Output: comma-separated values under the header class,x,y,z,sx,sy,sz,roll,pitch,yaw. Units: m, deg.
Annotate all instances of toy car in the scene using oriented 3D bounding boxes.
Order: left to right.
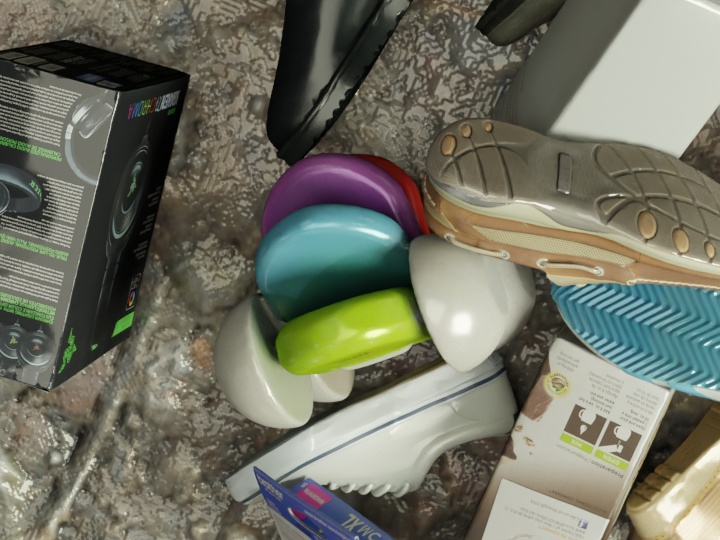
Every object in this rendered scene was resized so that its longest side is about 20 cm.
class,x,y,z,sx,sy,sz,roll,pitch,yaw
toy car,0.000,0.000,1.209,0.175,0.200,0.150,-19,91,18

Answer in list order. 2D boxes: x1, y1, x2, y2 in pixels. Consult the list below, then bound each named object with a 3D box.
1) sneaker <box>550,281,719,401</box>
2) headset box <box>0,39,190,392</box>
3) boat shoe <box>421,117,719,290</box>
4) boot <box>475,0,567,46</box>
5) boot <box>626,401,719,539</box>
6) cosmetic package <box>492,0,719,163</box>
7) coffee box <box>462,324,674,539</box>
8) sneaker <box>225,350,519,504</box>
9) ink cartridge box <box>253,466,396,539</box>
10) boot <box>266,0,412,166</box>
class,x,y,z,sx,sy,sz,roll,pitch,yaw
sneaker,0.206,0.045,1.171,0.200,0.081,0.077,23,82,10
headset box,-0.190,-0.033,1.242,0.093,0.174,0.200,16,100,6
boat shoe,0.129,-0.028,1.129,0.200,0.076,0.072,18,140,-2
boot,0.181,-0.164,1.223,0.200,0.068,0.131,-34,101,16
boot,0.281,0.149,1.266,0.200,0.072,0.166,-41,108,0
cosmetic package,0.153,-0.114,1.163,0.081,0.113,0.200,22,133,-14
coffee box,0.125,0.135,1.246,0.080,0.113,0.200,25,104,10
sneaker,0.009,0.116,1.288,0.200,0.073,0.071,-25,91,12
ink cartridge box,0.004,0.211,1.249,0.042,0.119,0.200,-34,123,-20
boot,-0.052,-0.189,1.244,0.168,0.076,0.200,32,95,-1
